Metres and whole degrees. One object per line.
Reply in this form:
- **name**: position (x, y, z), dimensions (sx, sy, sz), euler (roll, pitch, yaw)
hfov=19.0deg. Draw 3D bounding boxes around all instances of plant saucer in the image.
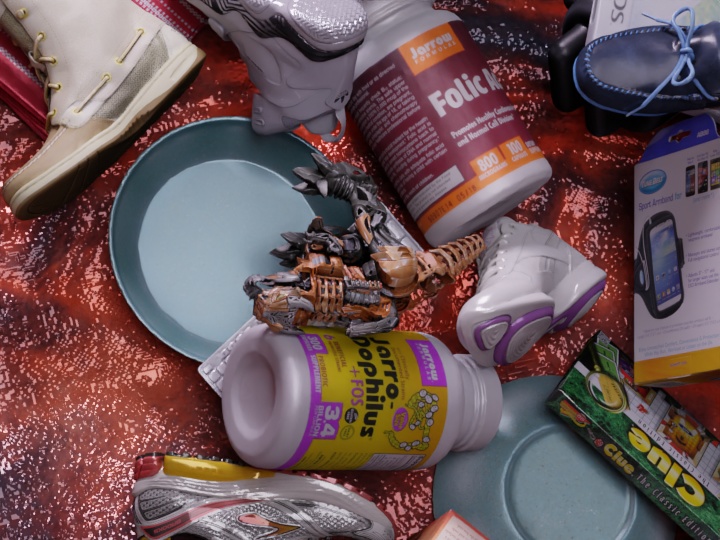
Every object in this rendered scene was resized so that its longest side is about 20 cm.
- **plant saucer**: position (-0.096, -0.018, 1.653), dimensions (0.199, 0.036, 0.201), euler (4, 73, -13)
- **plant saucer**: position (0.156, 0.175, 1.657), dimensions (0.200, 0.039, 0.202), euler (4, 73, -13)

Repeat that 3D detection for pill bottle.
- **pill bottle**: position (0.005, 0.095, 1.586), dimensions (0.199, 0.104, 0.105), euler (4, 72, -34)
- **pill bottle**: position (0.053, -0.130, 1.679), dimensions (0.114, 0.114, 0.201), euler (-29, 83, -19)

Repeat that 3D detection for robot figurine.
- **robot figurine**: position (0.243, -0.193, 1.738), dimensions (0.200, 0.125, 0.151), euler (-34, 90, -19)

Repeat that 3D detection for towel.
- **towel**: position (-0.211, -0.198, 1.684), dimensions (0.144, 0.022, 0.200), euler (41, 69, 0)

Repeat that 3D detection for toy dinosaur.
- **toy dinosaur**: position (0.000, 0.000, 1.572), dimensions (0.199, 0.102, 0.136), euler (10, 33, -46)

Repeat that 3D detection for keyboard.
- **keyboard**: position (-0.035, 0.031, 1.629), dimensions (0.056, 0.011, 0.200), euler (46, 69, 2)

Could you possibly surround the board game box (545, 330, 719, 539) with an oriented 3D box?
- **board game box**: position (0.237, 0.141, 1.668), dimensions (0.200, 0.023, 0.105), euler (42, 37, 0)

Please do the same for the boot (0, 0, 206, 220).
- **boot**: position (-0.233, -0.146, 1.614), dimensions (0.155, 0.072, 0.200), euler (43, 64, 1)

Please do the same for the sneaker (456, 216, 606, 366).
- **sneaker**: position (0.111, 0.013, 1.643), dimensions (0.100, 0.075, 0.200), euler (46, 26, 13)

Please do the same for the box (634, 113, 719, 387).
- **box**: position (0.258, -0.015, 1.653), dimensions (0.041, 0.119, 0.201), euler (9, 78, -28)

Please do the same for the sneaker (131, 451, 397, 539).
- **sneaker**: position (-0.072, 0.185, 1.587), dimensions (0.199, 0.078, 0.083), euler (8, 81, -4)

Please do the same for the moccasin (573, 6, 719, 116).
- **moccasin**: position (0.259, -0.162, 1.612), dimensions (0.199, 0.068, 0.081), euler (-7, 79, -15)

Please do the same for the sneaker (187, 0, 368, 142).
- **sneaker**: position (-0.079, -0.174, 1.655), dimensions (0.199, 0.115, 0.075), euler (27, 39, 33)

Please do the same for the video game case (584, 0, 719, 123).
- **video game case**: position (0.279, -0.205, 1.675), dimensions (0.199, 0.022, 0.183), euler (15, 74, -11)

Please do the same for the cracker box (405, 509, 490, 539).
- **cracker box**: position (0.013, 0.274, 1.542), dimensions (0.058, 0.134, 0.200), euler (37, 69, -1)
